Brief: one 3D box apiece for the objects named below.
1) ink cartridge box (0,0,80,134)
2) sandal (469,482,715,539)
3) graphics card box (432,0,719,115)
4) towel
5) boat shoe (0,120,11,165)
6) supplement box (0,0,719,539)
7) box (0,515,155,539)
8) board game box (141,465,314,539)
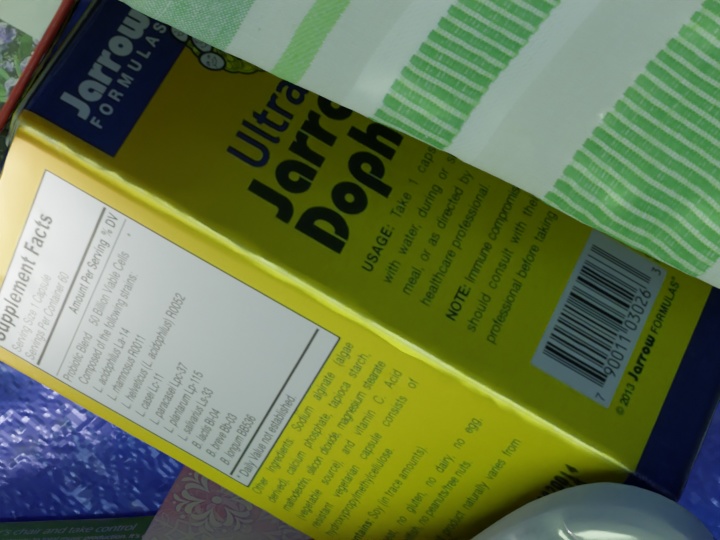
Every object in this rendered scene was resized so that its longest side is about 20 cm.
[{"bbox_3d":[-0.102,-0.072,0.653,0.050,0.200,0.109,29,100,-9],"label":"ink cartridge box"},{"bbox_3d":[0.017,0.107,0.684,0.202,0.050,0.083,-24,114,30],"label":"sandal"},{"bbox_3d":[0.070,-0.105,0.605,0.200,0.051,0.125,32,131,-23],"label":"graphics card box"},{"bbox_3d":[0.060,-0.070,0.590,0.199,0.023,0.153,24,134,-16],"label":"towel"},{"bbox_3d":[-0.172,-0.093,0.779,0.057,0.069,0.200,-40,105,19],"label":"boat shoe"},{"bbox_3d":[0.000,0.000,0.702,0.200,0.110,0.109,30,143,-2],"label":"supplement box"},{"bbox_3d":[-0.146,0.154,0.853,0.144,0.200,0.036,-5,118,25],"label":"box"},{"bbox_3d":[0.009,0.147,0.786,0.199,0.200,0.041,19,131,8],"label":"board game box"}]
